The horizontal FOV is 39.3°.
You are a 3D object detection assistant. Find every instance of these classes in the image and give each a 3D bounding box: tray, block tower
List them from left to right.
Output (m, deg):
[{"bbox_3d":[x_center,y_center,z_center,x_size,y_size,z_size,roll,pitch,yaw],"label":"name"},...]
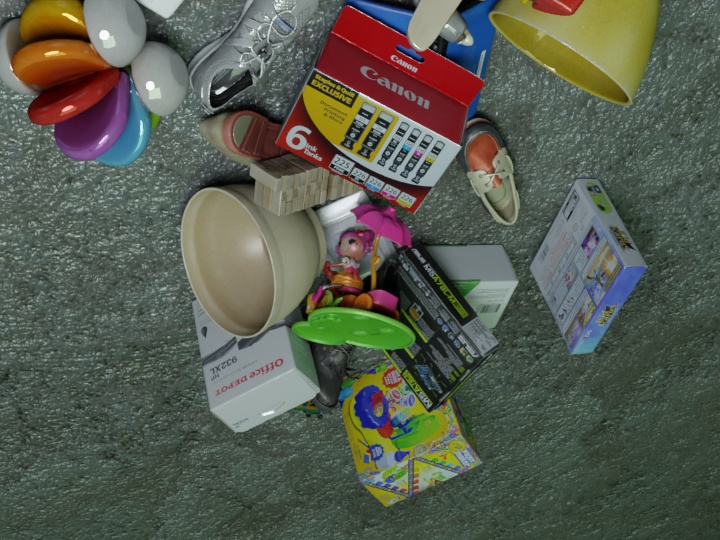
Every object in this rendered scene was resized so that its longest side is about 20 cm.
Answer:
[{"bbox_3d":[-0.051,-0.123,1.292,0.199,0.054,0.059,-19,128,-42],"label":"block tower"},{"bbox_3d":[-0.009,-0.033,1.507,0.106,0.022,0.201,-22,141,7],"label":"tray"}]

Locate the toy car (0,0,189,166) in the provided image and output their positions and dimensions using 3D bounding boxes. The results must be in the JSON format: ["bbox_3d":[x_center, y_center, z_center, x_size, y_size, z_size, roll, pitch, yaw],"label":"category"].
[{"bbox_3d":[-0.293,-0.192,1.087,0.173,0.152,0.200,-14,144,21],"label":"toy car"}]

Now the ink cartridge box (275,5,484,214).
[{"bbox_3d":[0.023,-0.190,1.215,0.198,0.085,0.176,25,136,-9],"label":"ink cartridge box"}]

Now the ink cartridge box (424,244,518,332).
[{"bbox_3d":[0.147,0.057,1.622,0.144,0.084,0.201,-1,137,-21],"label":"ink cartridge box"}]

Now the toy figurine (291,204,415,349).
[{"bbox_3d":[0.000,0.000,1.405,0.149,0.187,0.198,27,155,-38],"label":"toy figurine"}]

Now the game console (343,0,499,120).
[{"bbox_3d":[0.069,-0.263,1.272,0.170,0.118,0.201,-35,151,-32],"label":"game console"}]

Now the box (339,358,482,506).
[{"bbox_3d":[0.081,0.264,1.747,0.191,0.202,0.122,-26,140,9],"label":"box"}]

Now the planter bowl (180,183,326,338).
[{"bbox_3d":[-0.131,-0.027,1.355,0.134,0.201,0.201,-22,151,-41],"label":"planter bowl"}]

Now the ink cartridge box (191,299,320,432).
[{"bbox_3d":[-0.156,0.110,1.474,0.144,0.202,0.084,-26,141,11],"label":"ink cartridge box"}]

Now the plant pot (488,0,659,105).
[{"bbox_3d":[0.270,-0.309,1.184,0.199,0.200,0.143,26,98,-41],"label":"plant pot"}]

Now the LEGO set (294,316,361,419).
[{"bbox_3d":[-0.100,0.143,1.638,0.152,0.117,0.201,-1,145,29],"label":"LEGO set"}]

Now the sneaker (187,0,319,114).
[{"bbox_3d":[-0.116,-0.253,1.159,0.200,0.083,0.074,-40,136,25],"label":"sneaker"}]

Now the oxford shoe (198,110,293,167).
[{"bbox_3d":[-0.124,-0.159,1.296,0.074,0.071,0.199,11,170,35],"label":"oxford shoe"}]

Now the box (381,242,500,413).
[{"bbox_3d":[0.097,0.090,1.532,0.047,0.201,0.194,-28,162,-34],"label":"box"}]

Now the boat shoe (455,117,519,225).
[{"bbox_3d":[0.182,-0.136,1.413,0.071,0.063,0.200,-28,145,2],"label":"boat shoe"}]

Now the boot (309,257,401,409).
[{"bbox_3d":[-0.008,0.093,1.488,0.069,0.203,0.173,20,151,-35],"label":"boot"}]

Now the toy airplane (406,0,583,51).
[{"bbox_3d":[0.132,-0.347,1.095,0.197,0.202,0.141,-13,170,8],"label":"toy airplane"}]

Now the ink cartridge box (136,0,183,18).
[{"bbox_3d":[-0.209,-0.373,1.015,0.172,0.044,0.200,25,125,-39],"label":"ink cartridge box"}]

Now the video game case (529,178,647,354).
[{"bbox_3d":[0.345,-0.005,1.549,0.045,0.183,0.201,-1,138,-20],"label":"video game case"}]
